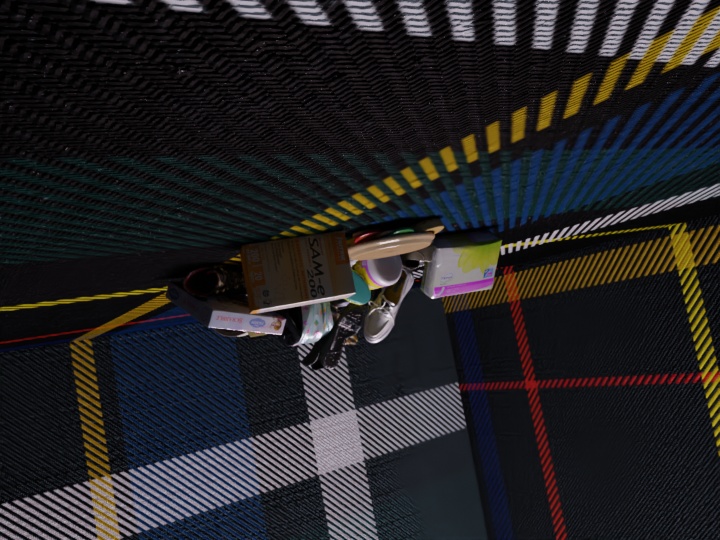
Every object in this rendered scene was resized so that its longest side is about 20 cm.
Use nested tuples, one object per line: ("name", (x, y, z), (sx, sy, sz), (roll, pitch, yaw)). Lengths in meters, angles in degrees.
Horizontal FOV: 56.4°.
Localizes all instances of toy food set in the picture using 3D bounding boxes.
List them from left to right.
("toy food set", (0.058, -0.061, 1.379), (0.196, 0.049, 0.199), (-7, 174, -34))

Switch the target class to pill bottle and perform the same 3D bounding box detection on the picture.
("pill bottle", (0.000, 0.000, 1.624), (0.104, 0.105, 0.199), (-6, 173, -42))

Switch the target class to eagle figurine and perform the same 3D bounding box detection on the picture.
("eagle figurine", (-0.047, 0.120, 1.723), (0.150, 0.201, 0.152), (19, -140, 16))

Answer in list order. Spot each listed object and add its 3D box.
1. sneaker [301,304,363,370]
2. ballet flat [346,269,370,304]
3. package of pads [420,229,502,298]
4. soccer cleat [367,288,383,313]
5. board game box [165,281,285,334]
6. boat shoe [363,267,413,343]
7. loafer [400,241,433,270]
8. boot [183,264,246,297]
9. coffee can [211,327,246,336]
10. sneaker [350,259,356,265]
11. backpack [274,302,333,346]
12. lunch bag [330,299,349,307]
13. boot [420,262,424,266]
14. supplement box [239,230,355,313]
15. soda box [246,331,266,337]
("sneaker", (-0.069, 0.162, 1.630), (0.060, 0.201, 0.104), (27, -177, -26))
("ballet flat", (-0.058, 0.011, 1.531), (0.199, 0.067, 0.067), (32, -179, -34))
("package of pads", (0.257, -0.020, 1.707), (0.198, 0.156, 0.068), (-9, -147, -24))
("soccer cleat", (0.078, 0.037, 1.755), (0.081, 0.202, 0.067), (10, 163, 41))
("board game box", (-0.302, 0.084, 1.504), (0.199, 0.042, 0.199), (12, -171, -46))
("boat shoe", (0.064, 0.082, 1.620), (0.074, 0.203, 0.086), (32, -179, 16))
("loafer", (0.107, -0.033, 1.673), (0.075, 0.070, 0.199), (-7, 174, -36))
("boot", (-0.270, 0.019, 1.461), (0.198, 0.074, 0.150), (-4, 179, 26))
("coffee can", (-0.360, 0.116, 1.931), (0.145, 0.148, 0.200), (-10, 176, -6))
("sneaker", (-0.047, -0.016, 1.456), (0.199, 0.088, 0.075), (-8, 173, -41))
("backpack", (-0.145, 0.073, 1.574), (0.126, 0.202, 0.166), (-10, 175, -33))
("lunch bag", (-0.058, 0.038, 1.834), (0.168, 0.129, 0.199), (-4, -178, -36))
("boot", (0.169, -0.040, 1.826), (0.198, 0.073, 0.182), (-4, 173, 2))
("supplement box", (-0.120, 0.003, 1.276), (0.198, 0.127, 0.073), (-10, 174, -16))
("soda box", (-0.232, 0.084, 1.758), (0.067, 0.064, 0.200), (-14, -153, 40))
